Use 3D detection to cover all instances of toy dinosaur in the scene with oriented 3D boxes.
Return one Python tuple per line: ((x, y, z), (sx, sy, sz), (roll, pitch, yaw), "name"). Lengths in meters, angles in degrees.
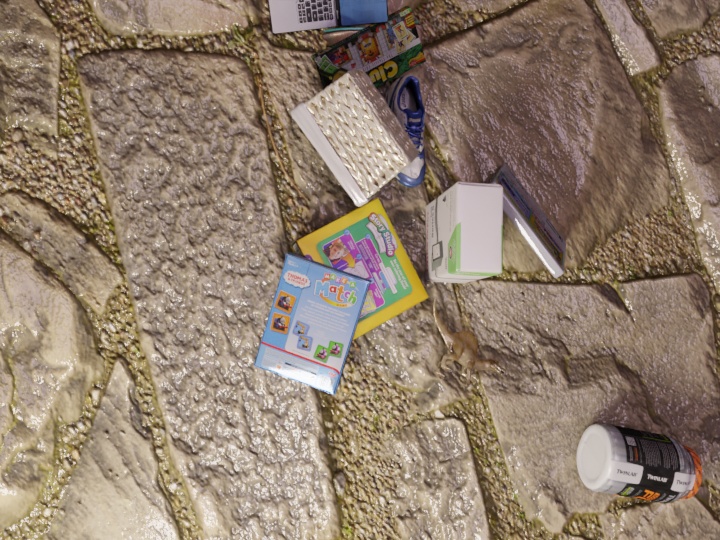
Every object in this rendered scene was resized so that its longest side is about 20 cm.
((0.175, 0.149, 1.221), (0.200, 0.058, 0.102), (41, 63, -13), "toy dinosaur")

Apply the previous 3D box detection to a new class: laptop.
((-0.066, -0.522, 1.155), (0.197, 0.116, 0.190), (-9, 111, -9), "laptop")

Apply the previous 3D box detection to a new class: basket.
((-0.002, -0.235, 1.143), (0.123, 0.136, 0.201), (-34, 98, 21), "basket")

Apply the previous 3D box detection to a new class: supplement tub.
((0.516, 0.359, 1.229), (0.197, 0.122, 0.124), (12, 82, -10), "supplement tub")

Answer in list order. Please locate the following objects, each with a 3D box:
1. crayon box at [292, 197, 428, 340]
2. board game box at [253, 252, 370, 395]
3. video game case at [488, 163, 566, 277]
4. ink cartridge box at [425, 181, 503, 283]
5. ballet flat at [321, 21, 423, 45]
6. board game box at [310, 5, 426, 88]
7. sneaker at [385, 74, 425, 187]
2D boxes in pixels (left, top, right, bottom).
((0.000, 0.000, 1.186), (0.171, 0.058, 0.202), (-28, 91, -14), "crayon box")
((-0.082, 0.090, 1.128), (0.149, 0.037, 0.203), (18, 98, 6), "board game box")
((0.307, -0.097, 1.213), (0.022, 0.182, 0.201), (-36, 94, 26), "video game case")
((0.175, -0.059, 1.157), (0.083, 0.200, 0.148), (2, 84, -9), "ink cartridge box")
((0.027, -0.420, 1.231), (0.197, 0.068, 0.068), (-10, 103, -12), "ballet flat")
((0.018, -0.385, 1.205), (0.198, 0.024, 0.105), (-30, 128, -5), "board game box")
((0.085, -0.256, 1.214), (0.074, 0.088, 0.203), (-9, 88, -14), "sneaker")
